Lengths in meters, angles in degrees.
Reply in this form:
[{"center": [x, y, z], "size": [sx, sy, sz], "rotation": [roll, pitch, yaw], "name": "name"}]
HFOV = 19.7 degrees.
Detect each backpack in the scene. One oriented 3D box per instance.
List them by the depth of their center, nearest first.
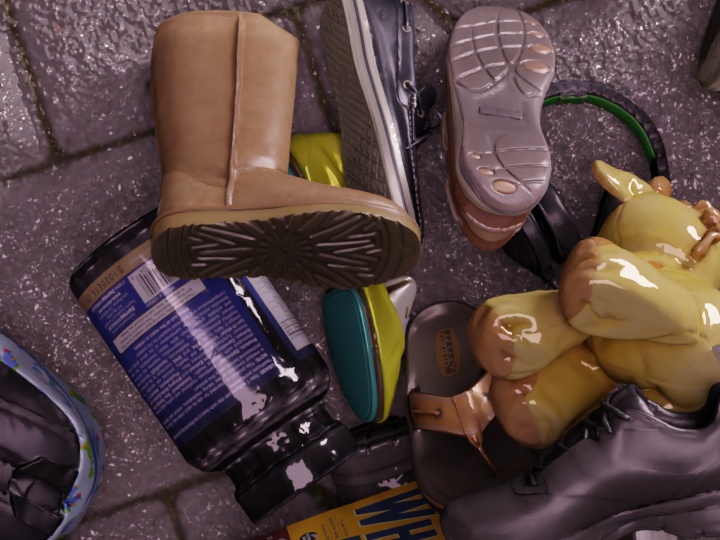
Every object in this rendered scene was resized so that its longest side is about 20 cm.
[{"center": [-0.261, 0.103, 1.336], "size": [0.199, 0.154, 0.164], "rotation": [26, 87, 15], "name": "backpack"}]

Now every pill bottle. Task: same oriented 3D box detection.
[{"center": [-0.090, 0.058, 1.343], "size": [0.112, 0.112, 0.200], "rotation": [-34, 85, -3], "name": "pill bottle"}]

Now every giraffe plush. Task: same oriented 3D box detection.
[{"center": [0.174, 0.015, 1.294], "size": [0.199, 0.162, 0.173], "rotation": [-15, 125, 15], "name": "giraffe plush"}]

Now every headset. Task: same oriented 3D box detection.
[{"center": [0.147, -0.026, 1.411], "size": [0.123, 0.094, 0.201], "rotation": [-2, 78, -2], "name": "headset"}]

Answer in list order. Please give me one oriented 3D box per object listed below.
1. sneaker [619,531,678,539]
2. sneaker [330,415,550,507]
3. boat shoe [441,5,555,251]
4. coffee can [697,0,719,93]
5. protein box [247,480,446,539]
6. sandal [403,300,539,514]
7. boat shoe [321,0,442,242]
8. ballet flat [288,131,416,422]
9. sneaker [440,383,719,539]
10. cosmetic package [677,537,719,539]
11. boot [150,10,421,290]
[{"center": [0.191, 0.222, 1.399], "size": [0.073, 0.085, 0.201], "rotation": [-7, 78, 33], "name": "sneaker"}, {"center": [0.078, 0.133, 1.406], "size": [0.199, 0.076, 0.091], "rotation": [-14, 101, 4], "name": "sneaker"}, {"center": [0.084, -0.095, 1.354], "size": [0.075, 0.200, 0.072], "rotation": [12, 136, -4], "name": "boat shoe"}, {"center": [0.346, -0.148, 1.376], "size": [0.199, 0.146, 0.147], "rotation": [24, 90, -7], "name": "coffee can"}, {"center": [0.037, 0.262, 1.339], "size": [0.198, 0.135, 0.201], "rotation": [-19, 115, -5], "name": "protein box"}, {"center": [0.067, 0.084, 1.341], "size": [0.081, 0.200, 0.055], "rotation": [-11, 134, 4], "name": "sandal"}, {"center": [0.021, -0.099, 1.359], "size": [0.062, 0.075, 0.201], "rotation": [0, 65, -22], "name": "boat shoe"}, {"center": [0.000, 0.000, 1.392], "size": [0.067, 0.067, 0.201], "rotation": [-21, 93, -26], "name": "ballet flat"}, {"center": [0.142, 0.117, 1.220], "size": [0.199, 0.076, 0.091], "rotation": [-13, 106, 0], "name": "sneaker"}, {"center": [0.261, 0.154, 1.355], "size": [0.071, 0.200, 0.106], "rotation": [-5, 94, -7], "name": "cosmetic package"}, {"center": [-0.050, -0.085, 1.317], "size": [0.174, 0.200, 0.066], "rotation": [4, 136, -5], "name": "boot"}]
